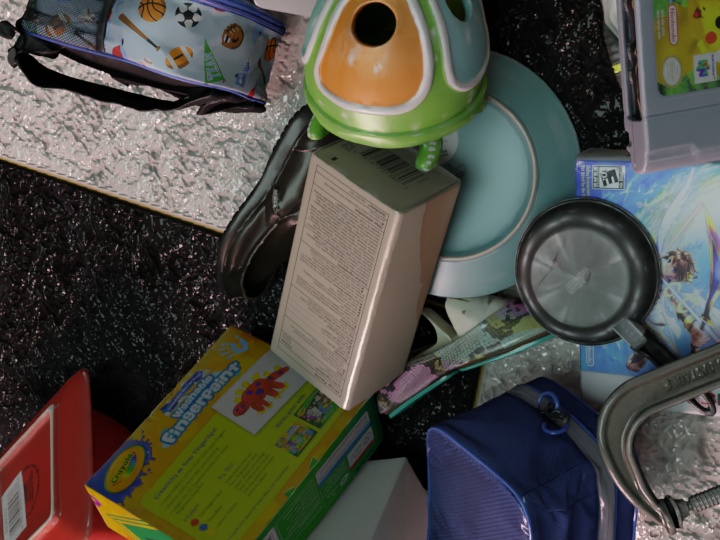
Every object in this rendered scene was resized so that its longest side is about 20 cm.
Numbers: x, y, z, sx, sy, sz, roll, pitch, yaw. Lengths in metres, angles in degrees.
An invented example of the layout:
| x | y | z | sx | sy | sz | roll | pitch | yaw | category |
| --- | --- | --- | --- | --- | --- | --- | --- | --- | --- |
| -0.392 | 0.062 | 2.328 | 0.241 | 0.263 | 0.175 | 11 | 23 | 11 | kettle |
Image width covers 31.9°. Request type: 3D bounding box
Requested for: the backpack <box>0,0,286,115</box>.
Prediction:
| x | y | z | sx | sy | sz | roll | pitch | yaw | category |
| --- | --- | --- | --- | --- | --- | --- | --- | --- | --- |
| -0.157 | -0.203 | 1.031 | 0.190 | 0.200 | 0.155 | 25 | 103 | 15 | backpack |

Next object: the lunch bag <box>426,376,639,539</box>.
| x | y | z | sx | sy | sz | roll | pitch | yaw | category |
| --- | --- | --- | --- | --- | --- | --- | --- | --- | --- |
| 0.140 | 0.182 | 0.994 | 0.136 | 0.132 | 0.201 | 39 | 139 | 45 | lunch bag |

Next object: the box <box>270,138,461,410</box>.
| x | y | z | sx | sy | sz | roll | pitch | yaw | category |
| --- | --- | --- | --- | --- | --- | --- | --- | --- | --- |
| 0.000 | 0.000 | 0.988 | 0.095 | 0.078 | 0.201 | 37 | 133 | 25 | box |

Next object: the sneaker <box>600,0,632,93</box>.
| x | y | z | sx | sy | sz | roll | pitch | yaw | category |
| --- | --- | --- | --- | --- | --- | --- | --- | --- | --- |
| 0.212 | -0.185 | 0.895 | 0.076 | 0.075 | 0.201 | -15 | 103 | 24 | sneaker |

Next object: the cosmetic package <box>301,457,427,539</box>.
| x | y | z | sx | sy | sz | roll | pitch | yaw | category |
| --- | --- | --- | --- | --- | --- | --- | --- | --- | --- |
| -0.003 | 0.267 | 1.066 | 0.084 | 0.200 | 0.108 | -11 | 121 | 30 | cosmetic package |

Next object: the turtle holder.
| x | y | z | sx | sy | sz | roll | pitch | yaw | category |
| --- | --- | --- | --- | --- | --- | --- | --- | --- | --- |
| 0.039 | -0.175 | 0.923 | 0.141 | 0.185 | 0.132 | 33 | 142 | 33 | turtle holder |

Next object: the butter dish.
| x | y | z | sx | sy | sz | roll | pitch | yaw | category |
| --- | --- | --- | --- | --- | --- | --- | --- | --- | --- |
| -0.272 | 0.236 | 1.252 | 0.199 | 0.147 | 0.201 | -43 | 42 | 31 | butter dish |

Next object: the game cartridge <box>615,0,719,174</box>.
| x | y | z | sx | sy | sz | roll | pitch | yaw | category |
| --- | --- | --- | --- | --- | --- | --- | --- | --- | --- |
| 0.241 | -0.174 | 0.861 | 0.040 | 0.133 | 0.201 | -148 | 48 | -68 | game cartridge |

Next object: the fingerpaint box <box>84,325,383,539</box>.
| x | y | z | sx | sy | sz | roll | pitch | yaw | category |
| --- | --- | --- | --- | --- | --- | --- | --- | --- | --- |
| -0.105 | 0.165 | 1.085 | 0.166 | 0.200 | 0.074 | 22 | 145 | 29 | fingerpaint box |

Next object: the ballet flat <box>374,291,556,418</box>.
| x | y | z | sx | sy | sz | roll | pitch | yaw | category |
| --- | --- | --- | --- | --- | --- | --- | --- | --- | --- |
| 0.077 | 0.058 | 1.051 | 0.200 | 0.069 | 0.071 | -31 | 86 | 36 | ballet flat |

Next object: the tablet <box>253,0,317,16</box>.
| x | y | z | sx | sy | sz | roll | pitch | yaw | category |
| --- | --- | --- | --- | --- | --- | --- | --- | --- | --- |
| 0.000 | -0.286 | 0.955 | 0.014 | 0.129 | 0.201 | 53 | 132 | 50 | tablet |

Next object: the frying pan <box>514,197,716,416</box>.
| x | y | z | sx | sy | sz | roll | pitch | yaw | category |
| --- | --- | --- | --- | --- | --- | --- | --- | --- | --- |
| 0.182 | 0.038 | 0.956 | 0.114 | 0.031 | 0.191 | -20 | 92 | 29 | frying pan |

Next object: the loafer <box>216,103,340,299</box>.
| x | y | z | sx | sy | sz | roll | pitch | yaw | category |
| --- | --- | --- | --- | --- | --- | --- | --- | --- | --- |
| -0.060 | -0.047 | 1.081 | 0.071 | 0.073 | 0.201 | 37 | 119 | 15 | loafer |

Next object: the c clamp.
| x | y | z | sx | sy | sz | roll | pitch | yaw | category |
| --- | --- | --- | --- | --- | --- | --- | --- | --- | --- |
| 0.277 | 0.132 | 0.910 | 0.199 | 0.027 | 0.172 | -17 | 100 | 5 | c clamp |

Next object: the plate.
| x | y | z | sx | sy | sz | roll | pitch | yaw | category |
| --- | --- | --- | --- | --- | --- | --- | --- | --- | --- |
| 0.075 | -0.076 | 1.000 | 0.199 | 0.026 | 0.201 | 2 | 97 | 16 | plate |

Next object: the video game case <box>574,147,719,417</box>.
| x | y | z | sx | sy | sz | roll | pitch | yaw | category |
| --- | --- | --- | --- | --- | --- | --- | --- | --- | --- |
| 0.256 | 0.010 | 0.950 | 0.180 | 0.045 | 0.201 | 3 | 107 | 26 | video game case |
